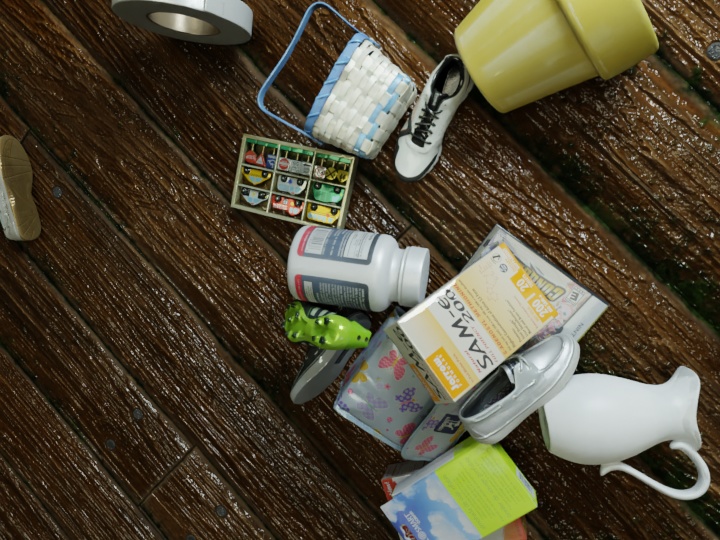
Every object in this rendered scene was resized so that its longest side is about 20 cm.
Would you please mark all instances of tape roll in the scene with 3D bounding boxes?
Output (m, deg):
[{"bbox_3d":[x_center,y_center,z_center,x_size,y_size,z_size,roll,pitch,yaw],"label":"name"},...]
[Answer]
[{"bbox_3d":[-0.264,-0.387,0.764,0.202,0.203,0.037,9,99,14],"label":"tape roll"}]

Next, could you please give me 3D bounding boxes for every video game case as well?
[{"bbox_3d":[0.233,0.060,0.771,0.200,0.025,0.181,37,105,8],"label":"video game case"}]

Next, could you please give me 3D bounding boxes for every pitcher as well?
[{"bbox_3d":[0.359,0.227,0.700,0.199,0.121,0.172,-8,73,10],"label":"pitcher"}]

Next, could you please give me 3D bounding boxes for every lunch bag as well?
[{"bbox_3d":[0.088,0.185,0.777,0.200,0.127,0.170,35,106,-5],"label":"lunch bag"}]

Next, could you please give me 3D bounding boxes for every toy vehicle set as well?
[{"bbox_3d":[-0.111,-0.145,0.841,0.199,0.027,0.125,14,100,14],"label":"toy vehicle set"}]

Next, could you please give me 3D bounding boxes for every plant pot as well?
[{"bbox_3d":[0.233,-0.308,0.642,0.189,0.201,0.201,-29,88,33],"label":"plant pot"}]

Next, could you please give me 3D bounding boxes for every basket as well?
[{"bbox_3d":[-0.034,-0.263,0.745,0.200,0.139,0.177,36,104,0],"label":"basket"}]

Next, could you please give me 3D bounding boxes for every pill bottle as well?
[{"bbox_3d":[0.000,0.000,0.781,0.199,0.120,0.120,8,99,15],"label":"pill bottle"}]

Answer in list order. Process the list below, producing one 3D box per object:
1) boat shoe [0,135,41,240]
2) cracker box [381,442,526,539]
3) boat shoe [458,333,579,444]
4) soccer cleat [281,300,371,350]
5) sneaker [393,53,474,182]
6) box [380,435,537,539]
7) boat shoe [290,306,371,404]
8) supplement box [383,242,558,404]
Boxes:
[{"bbox_3d":[-0.680,-0.155,0.977,0.069,0.071,0.201,-3,97,14],"label":"boat shoe"},{"bbox_3d":[0.148,0.369,0.817,0.199,0.058,0.134,-18,91,18],"label":"cracker box"},{"bbox_3d":[0.219,0.153,0.713,0.200,0.072,0.069,-41,117,5],"label":"boat shoe"},{"bbox_3d":[-0.059,0.089,0.783,0.081,0.200,0.068,17,86,-31],"label":"soccer cleat"},{"bbox_3d":[0.100,-0.225,0.746,0.074,0.080,0.201,27,105,9],"label":"sneaker"},{"bbox_3d":[0.144,0.341,0.759,0.200,0.048,0.122,-39,85,15],"label":"box"},{"bbox_3d":[-0.057,0.138,0.848,0.200,0.069,0.057,-52,55,15],"label":"boat shoe"},{"bbox_3d":[0.150,0.071,0.692,0.200,0.074,0.126,-35,84,-19],"label":"supplement box"}]
